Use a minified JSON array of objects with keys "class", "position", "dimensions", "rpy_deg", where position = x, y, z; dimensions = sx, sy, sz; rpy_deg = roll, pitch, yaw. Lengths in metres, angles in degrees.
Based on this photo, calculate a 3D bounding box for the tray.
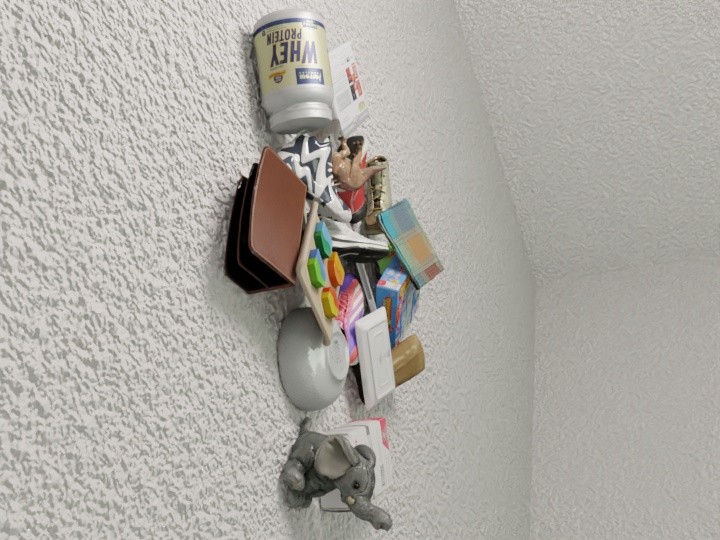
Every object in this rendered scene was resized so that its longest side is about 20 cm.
[{"class":"tray","position":[0.039,0.191,1.515],"dimensions":[0.106,0.022,0.205],"rpy_deg":[-25,113,-48]}]

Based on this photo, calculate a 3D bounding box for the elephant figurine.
[{"class":"elephant figurine","position":[-0.029,0.359,1.244],"dimensions":[0.141,0.195,0.159],"rpy_deg":[-36,115,-63]}]

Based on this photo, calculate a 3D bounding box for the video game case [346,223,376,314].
[{"class":"video game case","position":[0.000,0.000,1.591],"dimensions":[0.143,0.017,0.204],"rpy_deg":[-113,-174,-71]}]

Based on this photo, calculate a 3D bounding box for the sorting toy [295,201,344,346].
[{"class":"sorting toy","position":[-0.067,0.005,1.279],"dimensions":[0.187,0.035,0.203],"rpy_deg":[-82,162,-50]}]

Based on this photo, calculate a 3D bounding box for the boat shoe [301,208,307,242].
[{"class":"boat shoe","position":[-0.122,-0.055,1.348],"dimensions":[0.057,0.066,0.205],"rpy_deg":[-35,115,-46]}]

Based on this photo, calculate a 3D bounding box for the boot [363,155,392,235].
[{"class":"boot","position":[0.041,-0.186,1.710],"dimensions":[0.201,0.070,0.158],"rpy_deg":[-75,162,-63]}]

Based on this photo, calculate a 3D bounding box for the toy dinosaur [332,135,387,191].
[{"class":"toy dinosaur","position":[-0.042,-0.206,1.499],"dimensions":[0.196,0.085,0.139],"rpy_deg":[12,70,-28]}]

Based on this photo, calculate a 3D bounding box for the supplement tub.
[{"class":"supplement tub","position":[-0.126,-0.378,1.341],"dimensions":[0.144,0.142,0.206],"rpy_deg":[-4,85,-66]}]

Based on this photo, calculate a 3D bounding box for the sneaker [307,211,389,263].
[{"class":"sneaker","position":[-0.031,-0.085,1.454],"dimensions":[0.196,0.076,0.118],"rpy_deg":[6,66,-23]}]

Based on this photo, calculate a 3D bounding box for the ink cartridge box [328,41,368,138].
[{"class":"ink cartridge box","position":[-0.064,-0.399,1.570],"dimensions":[0.201,0.082,0.179],"rpy_deg":[-55,131,-58]}]

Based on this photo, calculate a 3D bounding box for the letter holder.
[{"class":"letter holder","position":[-0.176,-0.087,1.186],"dimensions":[0.142,0.098,0.205],"rpy_deg":[45,42,-51]}]

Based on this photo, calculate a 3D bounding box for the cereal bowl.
[{"class":"cereal bowl","position":[-0.077,0.168,1.348],"dimensions":[0.199,0.081,0.206],"rpy_deg":[-8,90,-66]}]

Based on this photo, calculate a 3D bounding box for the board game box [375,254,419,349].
[{"class":"board game box","position":[0.094,0.066,1.708],"dimensions":[0.201,0.055,0.200],"rpy_deg":[-57,154,-48]}]

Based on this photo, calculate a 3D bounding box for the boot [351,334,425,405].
[{"class":"boot","position":[0.066,0.197,1.613],"dimensions":[0.198,0.065,0.180],"rpy_deg":[-28,121,-42]}]

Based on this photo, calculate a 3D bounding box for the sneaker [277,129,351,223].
[{"class":"sneaker","position":[-0.071,-0.196,1.380],"dimensions":[0.198,0.079,0.131],"rpy_deg":[37,75,-18]}]

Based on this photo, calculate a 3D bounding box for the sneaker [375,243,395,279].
[{"class":"sneaker","position":[0.074,-0.020,1.802],"dimensions":[0.199,0.075,0.086],"rpy_deg":[-27,132,-68]}]

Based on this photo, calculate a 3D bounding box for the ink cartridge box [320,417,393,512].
[{"class":"ink cartridge box","position":[-0.010,0.391,1.423],"dimensions":[0.199,0.083,0.150],"rpy_deg":[6,76,-68]}]

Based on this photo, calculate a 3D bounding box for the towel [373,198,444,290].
[{"class":"towel","position":[0.121,-0.067,1.664],"dimensions":[0.146,0.022,0.203],"rpy_deg":[-32,92,-51]}]

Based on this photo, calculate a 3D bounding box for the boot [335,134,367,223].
[{"class":"boot","position":[-0.012,-0.214,1.660],"dimensions":[0.146,0.071,0.203],"rpy_deg":[67,28,-43]}]

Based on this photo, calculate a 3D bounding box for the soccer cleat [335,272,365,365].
[{"class":"soccer cleat","position":[-0.032,0.099,1.502],"dimensions":[0.073,0.067,0.205],"rpy_deg":[22,62,-53]}]
